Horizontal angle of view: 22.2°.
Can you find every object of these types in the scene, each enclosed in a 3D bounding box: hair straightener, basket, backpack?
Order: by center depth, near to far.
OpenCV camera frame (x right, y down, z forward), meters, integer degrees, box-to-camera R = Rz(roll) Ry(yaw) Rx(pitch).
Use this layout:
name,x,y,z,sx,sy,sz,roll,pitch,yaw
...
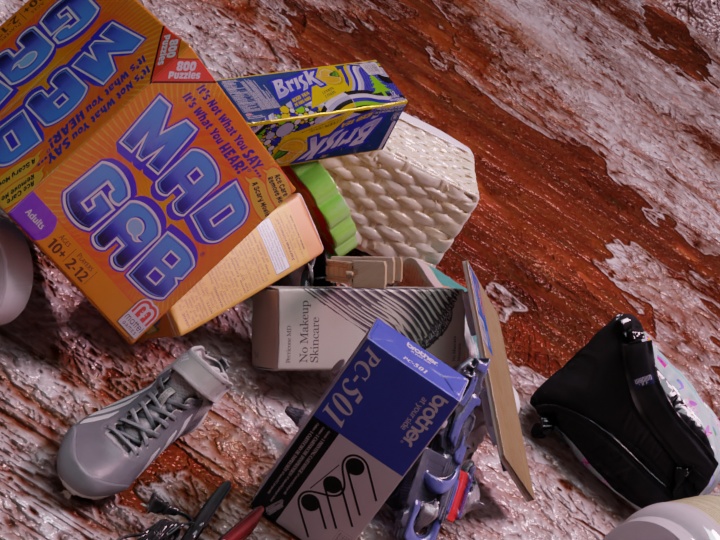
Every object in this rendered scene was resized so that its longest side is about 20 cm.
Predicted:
name,x,y,z,sx,sy,sz,roll,pitch,yaw
hair straightener,-0.150,0.216,1.449,0.077,0.041,0.200,39,31,7
backpack,0.298,0.161,1.935,0.200,0.167,0.126,48,23,12
basket,0.020,-0.097,2.038,0.199,0.136,0.124,25,24,-18

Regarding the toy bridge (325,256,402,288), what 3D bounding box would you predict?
name,x,y,z,sx,sy,sz,roll,pitch,yaw
toy bridge,0.000,0.000,1.766,0.067,0.027,0.200,2,2,7

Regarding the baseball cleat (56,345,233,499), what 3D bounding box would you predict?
name,x,y,z,sx,sy,sz,roll,pitch,yaw
baseball cleat,-0.173,0.114,1.501,0.070,0.107,0.200,42,29,4

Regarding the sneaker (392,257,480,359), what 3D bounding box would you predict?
name,x,y,z,sx,sy,sz,roll,pitch,yaw
sneaker,0.102,0.057,1.954,0.080,0.072,0.200,18,26,-28

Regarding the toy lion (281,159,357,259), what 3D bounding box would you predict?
name,x,y,z,sx,sy,sz,roll,pitch,yaw
toy lion,-0.071,-0.086,1.878,0.192,0.069,0.200,51,-14,13

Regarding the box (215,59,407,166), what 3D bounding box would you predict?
name,x,y,z,sx,sy,sz,roll,pitch,yaw
box,-0.056,-0.148,1.758,0.199,0.070,0.064,-12,54,-38

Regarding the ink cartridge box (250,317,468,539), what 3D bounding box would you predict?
name,x,y,z,sx,sy,sz,roll,pitch,yaw
ink cartridge box,-0.003,0.145,1.544,0.094,0.200,0.044,34,26,-2

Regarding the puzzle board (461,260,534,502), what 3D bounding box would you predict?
name,x,y,z,sx,sy,sz,roll,pitch,yaw
puzzle board,0.128,0.108,1.761,0.151,0.017,0.201,54,23,-63

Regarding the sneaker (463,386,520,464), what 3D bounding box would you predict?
name,x,y,z,sx,sy,sz,roll,pitch,yaw
sneaker,0.092,0.153,1.817,0.199,0.075,0.100,6,62,-49

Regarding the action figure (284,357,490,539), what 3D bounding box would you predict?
name,x,y,z,sx,sy,sz,roll,pitch,yaw
action figure,0.036,0.155,1.662,0.193,0.201,0.104,34,-19,-19

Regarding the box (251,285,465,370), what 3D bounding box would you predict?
name,x,y,z,sx,sy,sz,roll,pitch,yaw
box,-0.001,0.055,1.754,0.199,0.083,0.068,-1,1,-26

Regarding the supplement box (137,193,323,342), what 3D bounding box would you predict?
name,x,y,z,sx,sy,sz,roll,pitch,yaw
supplement box,-0.129,-0.003,1.705,0.200,0.066,0.069,-34,106,-40

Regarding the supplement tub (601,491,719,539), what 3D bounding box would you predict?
name,x,y,z,sx,sy,sz,roll,pitch,yaw
supplement tub,0.324,0.290,1.755,0.199,0.145,0.145,0,43,-49

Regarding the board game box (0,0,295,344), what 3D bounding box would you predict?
name,x,y,z,sx,sy,sz,roll,pitch,yaw
board game box,-0.220,-0.105,1.581,0.200,0.200,0.200,42,-8,43

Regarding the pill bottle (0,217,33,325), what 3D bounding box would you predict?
name,x,y,z,sx,sy,sz,roll,pitch,yaw
pill bottle,-0.364,0.005,1.453,0.110,0.110,0.199,48,29,25

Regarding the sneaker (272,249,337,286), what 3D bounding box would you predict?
name,x,y,z,sx,sy,sz,roll,pitch,yaw
sneaker,-0.061,-0.004,1.857,0.077,0.082,0.200,10,36,-41
